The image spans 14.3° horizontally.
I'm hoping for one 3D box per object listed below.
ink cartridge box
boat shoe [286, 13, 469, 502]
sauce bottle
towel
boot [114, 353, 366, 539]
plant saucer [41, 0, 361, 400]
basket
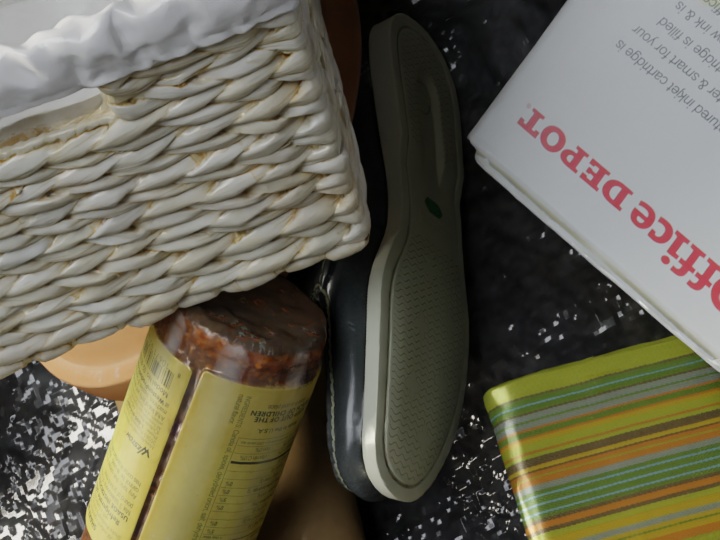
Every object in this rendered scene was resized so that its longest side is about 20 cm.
[{"bbox_3d":[0.156,-0.074,1.003,0.145,0.087,0.200,43,101,29],"label":"ink cartridge box"},{"bbox_3d":[0.000,0.000,1.075,0.068,0.072,0.200,-16,56,23],"label":"boat shoe"},{"bbox_3d":[-0.070,0.092,1.050,0.066,0.066,0.200,40,122,29],"label":"sauce bottle"},{"bbox_3d":[0.111,0.124,1.013,0.086,0.018,0.200,-14,72,-6],"label":"towel"},{"bbox_3d":[-0.010,0.088,1.084,0.175,0.066,0.200,-24,69,24],"label":"boot"},{"bbox_3d":[-0.076,-0.048,1.116,0.200,0.032,0.201,-32,46,39],"label":"plant saucer"},{"bbox_3d":[-0.112,-0.089,0.978,0.198,0.161,0.200,-19,50,4],"label":"basket"}]
